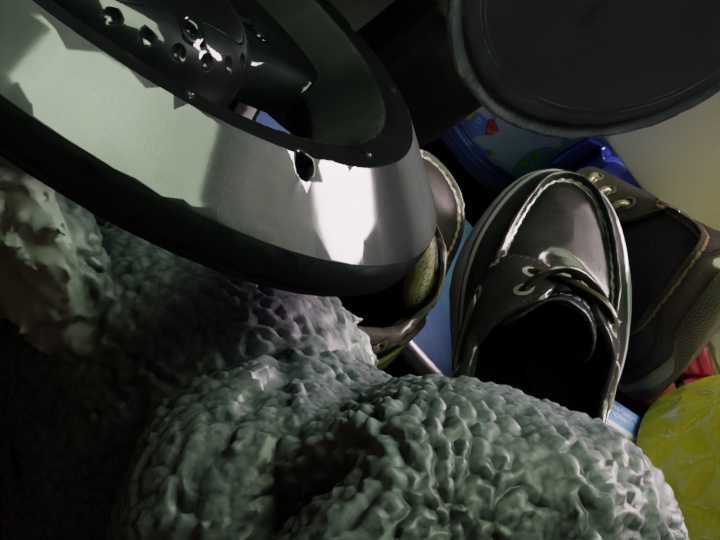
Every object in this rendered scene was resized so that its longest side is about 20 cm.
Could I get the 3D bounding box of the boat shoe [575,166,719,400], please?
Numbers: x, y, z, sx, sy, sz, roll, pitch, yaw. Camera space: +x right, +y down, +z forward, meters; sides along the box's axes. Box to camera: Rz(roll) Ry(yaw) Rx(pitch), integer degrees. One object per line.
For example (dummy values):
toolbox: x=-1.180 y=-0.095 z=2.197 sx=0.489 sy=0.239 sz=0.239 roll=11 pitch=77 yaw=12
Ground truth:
boat shoe: x=0.100 y=0.001 z=0.952 sx=0.073 sy=0.075 sz=0.200 roll=38 pitch=-5 yaw=-7

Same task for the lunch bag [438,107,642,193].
lunch bag: x=0.092 y=-0.096 z=1.096 sx=0.200 sy=0.082 sz=0.161 roll=17 pitch=42 yaw=-54

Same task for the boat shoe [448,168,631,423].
boat shoe: x=0.060 y=0.033 z=0.813 sx=0.070 sy=0.066 sz=0.200 roll=26 pitch=52 yaw=-4

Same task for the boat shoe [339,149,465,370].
boat shoe: x=0.000 y=0.000 z=0.805 sx=0.073 sy=0.065 sz=0.200 roll=53 pitch=31 yaw=-5

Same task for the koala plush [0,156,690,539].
koala plush: x=-0.029 y=0.055 z=0.595 sx=0.177 sy=0.184 sz=0.200 roll=26 pitch=24 yaw=-47

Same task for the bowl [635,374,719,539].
bowl: x=0.202 y=0.111 z=0.874 sx=0.200 sy=0.108 sz=0.200 roll=43 pitch=29 yaw=-30

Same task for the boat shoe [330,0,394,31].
boat shoe: x=-0.054 y=-0.133 z=0.903 sx=0.201 sy=0.070 sz=0.072 roll=35 pitch=16 yaw=-27

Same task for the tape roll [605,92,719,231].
tape roll: x=0.156 y=-0.100 z=1.045 sx=0.202 sy=0.071 sz=0.203 roll=43 pitch=28 yaw=-30

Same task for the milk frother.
milk frother: x=0.064 y=-0.112 z=0.747 sx=0.200 sy=0.181 sz=0.188 roll=16 pitch=34 yaw=-36

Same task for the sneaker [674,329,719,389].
sneaker: x=0.198 y=0.065 z=1.064 sx=0.200 sy=0.075 sz=0.081 roll=44 pitch=20 yaw=-56

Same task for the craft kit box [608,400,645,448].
craft kit box: x=0.141 y=0.163 z=0.876 sx=0.200 sy=0.048 sz=0.198 roll=33 pitch=32 yaw=-41

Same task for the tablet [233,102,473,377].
tablet: x=0.023 y=0.001 z=0.928 sx=0.200 sy=0.014 sz=0.130 roll=49 pitch=24 yaw=-14

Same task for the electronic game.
electronic game: x=-0.064 y=-0.064 z=0.575 sx=0.200 sy=0.042 sz=0.200 roll=34 pitch=20 yaw=-14
